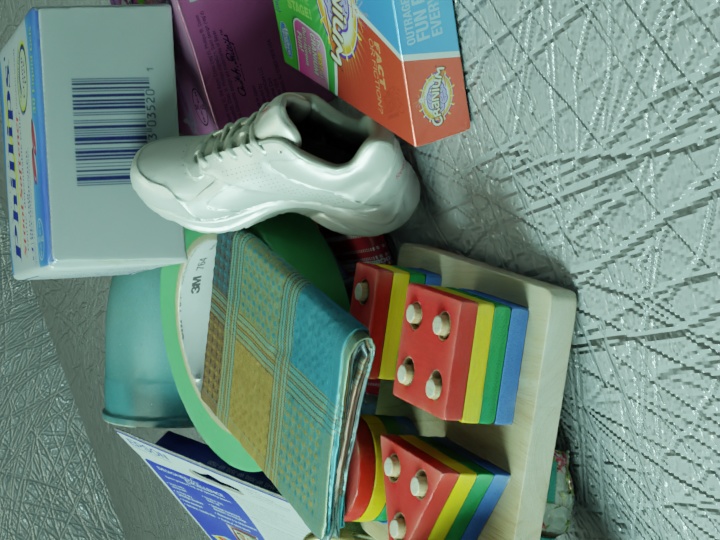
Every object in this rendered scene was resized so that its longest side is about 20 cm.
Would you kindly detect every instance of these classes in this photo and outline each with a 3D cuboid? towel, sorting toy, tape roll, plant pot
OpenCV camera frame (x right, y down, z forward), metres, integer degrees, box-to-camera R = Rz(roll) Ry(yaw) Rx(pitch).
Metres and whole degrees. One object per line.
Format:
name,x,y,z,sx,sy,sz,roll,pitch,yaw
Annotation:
towel,0.000,0.000,1.170,0.202,0.022,0.144,71,162,-4
sorting toy,0.039,0.093,0.957,0.200,0.069,0.201,20,103,64
towel,-0.053,0.065,1.017,0.200,0.022,0.148,40,127,52
tape roll,-0.079,0.043,1.126,0.200,0.048,0.203,22,118,51
plant pot,-0.127,0.024,1.318,0.200,0.198,0.190,-175,81,-69

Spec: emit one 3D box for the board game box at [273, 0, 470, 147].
board game box,-0.005,-0.181,0.965,0.200,0.040,0.154,40,146,56

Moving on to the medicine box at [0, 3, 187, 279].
medicine box,-0.204,-0.089,1.151,0.200,0.102,0.184,172,94,-69

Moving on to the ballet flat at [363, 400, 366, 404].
ballet flat,0.004,0.177,1.248,0.201,0.062,0.067,62,163,1

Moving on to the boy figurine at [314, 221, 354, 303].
boy figurine,-0.064,-0.035,1.181,0.200,0.064,0.125,53,156,29

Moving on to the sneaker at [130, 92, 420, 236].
sneaker,-0.062,-0.081,1.016,0.100,0.198,0.078,76,-162,-51

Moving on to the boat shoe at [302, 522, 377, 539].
boat shoe,0.053,0.227,1.053,0.199,0.074,0.063,28,-172,16

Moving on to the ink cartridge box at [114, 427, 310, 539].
ink cartridge box,-0.074,0.191,1.232,0.196,0.047,0.201,16,149,36

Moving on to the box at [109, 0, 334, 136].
box,-0.119,-0.199,1.179,0.200,0.096,0.178,16,125,68

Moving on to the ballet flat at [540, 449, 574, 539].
ballet flat,0.084,0.126,1.024,0.200,0.075,0.065,15,93,63

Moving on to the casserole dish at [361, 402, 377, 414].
casserole dish,0.041,0.178,1.155,0.202,0.039,0.121,65,-170,9
